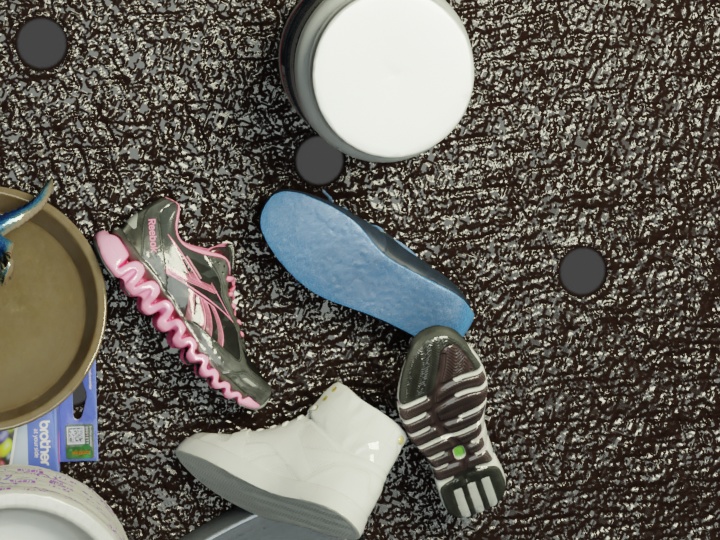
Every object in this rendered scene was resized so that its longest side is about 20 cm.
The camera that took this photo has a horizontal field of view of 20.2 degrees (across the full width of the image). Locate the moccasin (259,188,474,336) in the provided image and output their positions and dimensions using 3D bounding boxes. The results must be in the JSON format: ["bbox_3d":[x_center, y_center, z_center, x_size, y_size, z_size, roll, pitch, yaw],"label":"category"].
[{"bbox_3d":[0.000,0.000,1.681,0.199,0.068,0.081,36,101,-11],"label":"moccasin"}]

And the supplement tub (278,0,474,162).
[{"bbox_3d":[0.012,-0.161,1.586,0.139,0.200,0.142,-1,100,-8],"label":"supplement tub"}]

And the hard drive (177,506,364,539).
[{"bbox_3d":[-0.088,0.268,1.713,0.199,0.042,0.136,-28,88,-2],"label":"hard drive"}]

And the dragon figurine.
[{"bbox_3d":[-0.326,-0.013,1.597,0.099,0.059,0.201,32,79,0],"label":"dragon figurine"}]

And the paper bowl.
[{"bbox_3d":[-0.282,0.257,1.660,0.198,0.104,0.203,-2,105,-7],"label":"paper bowl"}]

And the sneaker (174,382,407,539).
[{"bbox_3d":[-0.052,0.144,1.673,0.116,0.199,0.074,-58,141,-24],"label":"sneaker"}]

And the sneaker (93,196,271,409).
[{"bbox_3d":[-0.128,0.025,1.669,0.095,0.079,0.200,-42,104,-11],"label":"sneaker"}]

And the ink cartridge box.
[{"bbox_3d":[-0.316,0.109,1.670,0.198,0.042,0.121,-1,100,-9],"label":"ink cartridge box"}]

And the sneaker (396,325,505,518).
[{"bbox_3d":[0.061,0.102,1.673,0.075,0.116,0.201,-18,129,-5],"label":"sneaker"}]

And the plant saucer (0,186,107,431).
[{"bbox_3d":[-0.304,0.032,1.635,0.198,0.029,0.202,1,79,-6],"label":"plant saucer"}]
